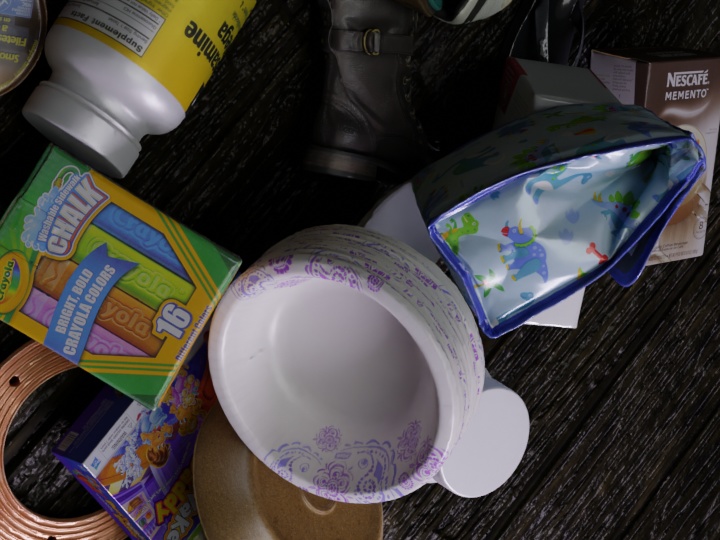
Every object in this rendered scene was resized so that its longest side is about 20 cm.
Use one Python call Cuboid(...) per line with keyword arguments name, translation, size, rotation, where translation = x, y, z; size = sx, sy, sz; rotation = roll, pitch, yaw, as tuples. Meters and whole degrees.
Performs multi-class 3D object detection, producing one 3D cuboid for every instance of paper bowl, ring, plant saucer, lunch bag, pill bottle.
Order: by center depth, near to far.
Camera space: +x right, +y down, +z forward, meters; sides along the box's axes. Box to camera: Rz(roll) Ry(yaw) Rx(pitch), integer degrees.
Cuboid(name="pill bottle", translation=(-0.152, -0.172, 0.970), size=(0.112, 0.112, 0.201), rotation=(39, 77, -38))
Cuboid(name="paper bowl", translation=(-0.005, 0.061, 1.009), size=(0.104, 0.199, 0.202), rotation=(-47, 134, -53))
Cuboid(name="lunch bag", translation=(0.150, -0.057, 1.032), size=(0.199, 0.170, 0.128), rotation=(-31, 106, 5))
Cuboid(name="plant saucer", translation=(-0.045, 0.178, 1.079), size=(0.199, 0.035, 0.202), rotation=(29, 46, -35))
Cuboid(name="ring", translation=(-0.226, 0.136, 1.089), size=(0.199, 0.019, 0.202), rotation=(-13, 113, -32))
Cuboid(name="pill bottle", translation=(0.044, 0.111, 1.162), size=(0.115, 0.199, 0.117), rotation=(-13, 113, -32))

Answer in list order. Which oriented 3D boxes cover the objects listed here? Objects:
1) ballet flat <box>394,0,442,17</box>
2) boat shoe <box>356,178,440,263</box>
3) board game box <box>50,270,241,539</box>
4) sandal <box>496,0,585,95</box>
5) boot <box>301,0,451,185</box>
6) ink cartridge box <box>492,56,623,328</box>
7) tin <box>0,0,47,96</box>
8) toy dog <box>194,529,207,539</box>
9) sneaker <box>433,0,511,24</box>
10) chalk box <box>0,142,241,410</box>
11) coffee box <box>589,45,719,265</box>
Cuboid(name="ballet flat", translation=(0.011, -0.256, 1.042), size=(0.200, 0.072, 0.068), rotation=(54, 28, -66))
Cuboid(name="boat shoe", translation=(0.000, 0.000, 1.127), size=(0.071, 0.064, 0.200), rotation=(45, 78, -20))
Cuboid(name="board game box", translation=(-0.138, 0.115, 1.102), size=(0.201, 0.045, 0.135), rotation=(-53, 130, -25))
Cuboid(name="sandal", translation=(0.177, -0.225, 1.246), size=(0.076, 0.043, 0.202), rotation=(8, 100, -38))
Cuboid(name="boot", translation=(0.032, -0.160, 1.151), size=(0.199, 0.069, 0.176), rotation=(4, 95, -44))
Cuboid(name="ink cartridge box", translation=(0.158, -0.070, 1.198), size=(0.083, 0.145, 0.202), rotation=(7, 111, -8))
Cuboid(name="tin", translation=(-0.309, -0.174, 0.912), size=(0.199, 0.042, 0.113), rotation=(4, 99, -38))
Cuboid(name="toy dog", translation=(-0.109, 0.273, 1.105), size=(0.192, 0.199, 0.141), rotation=(-13, 113, -32))
Cuboid(name="sneaker", translation=(0.085, -0.300, 1.122), size=(0.087, 0.075, 0.202), rotation=(-33, 123, -41))
Cuboid(name="chalk box", translation=(-0.201, -0.006, 0.971), size=(0.199, 0.125, 0.125), rotation=(31, 86, -6))
Cuboid(name="coffee box", translation=(0.282, -0.113, 1.337), size=(0.114, 0.079, 0.202), rotation=(-10, 111, -34))
